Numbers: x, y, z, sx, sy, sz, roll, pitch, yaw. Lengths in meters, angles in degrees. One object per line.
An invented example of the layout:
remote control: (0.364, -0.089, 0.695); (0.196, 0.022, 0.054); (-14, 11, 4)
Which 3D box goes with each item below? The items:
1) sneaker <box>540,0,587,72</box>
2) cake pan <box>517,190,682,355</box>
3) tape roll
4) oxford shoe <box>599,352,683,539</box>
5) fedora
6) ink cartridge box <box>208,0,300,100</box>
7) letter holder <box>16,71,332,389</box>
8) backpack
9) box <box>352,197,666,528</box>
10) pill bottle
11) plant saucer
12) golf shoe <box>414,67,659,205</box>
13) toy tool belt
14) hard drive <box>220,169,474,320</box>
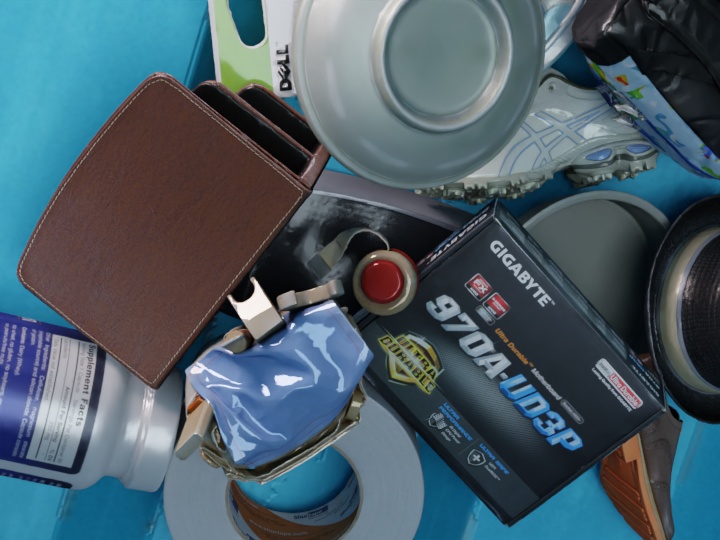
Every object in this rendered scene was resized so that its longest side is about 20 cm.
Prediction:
sneaker: (0.126, -0.248, 1.283); (0.130, 0.079, 0.201); (34, 84, -20)
cake pan: (0.166, 0.028, 1.354); (0.198, 0.037, 0.202); (-11, 115, -23)
tape roll: (-0.051, 0.158, 1.322); (0.198, 0.066, 0.203); (-1, 113, -2)
oxford shoe: (0.235, 0.151, 1.387); (0.073, 0.071, 0.201); (-34, 133, -15)
fedora: (0.314, 0.029, 1.343); (0.199, 0.091, 0.203); (1, 88, -40)
ink cartridge box: (-0.013, -0.208, 1.262); (0.197, 0.076, 0.150); (-6, 105, -3)
letter holder: (-0.136, -0.045, 1.228); (0.142, 0.101, 0.200); (37, 115, -6)
backpack: (0.254, -0.155, 1.264); (0.200, 0.154, 0.164); (39, 74, -14)
box: (0.105, 0.071, 1.282); (0.159, 0.046, 0.200); (-39, 102, 19)
pill bottle: (-0.236, 0.096, 1.260); (0.198, 0.116, 0.117); (15, 100, -16)
plant saucer: (0.051, -0.153, 1.203); (0.198, 0.050, 0.203); (-6, 105, -23)
golf shoe: (0.130, -0.106, 1.330); (0.198, 0.078, 0.098); (-11, 88, -16)
toy tool belt: (-0.042, 0.059, 1.189); (0.200, 0.123, 0.125); (-40, 87, 4)
hard drive: (0.000, 0.000, 1.329); (0.198, 0.042, 0.136); (14, 100, -16)
